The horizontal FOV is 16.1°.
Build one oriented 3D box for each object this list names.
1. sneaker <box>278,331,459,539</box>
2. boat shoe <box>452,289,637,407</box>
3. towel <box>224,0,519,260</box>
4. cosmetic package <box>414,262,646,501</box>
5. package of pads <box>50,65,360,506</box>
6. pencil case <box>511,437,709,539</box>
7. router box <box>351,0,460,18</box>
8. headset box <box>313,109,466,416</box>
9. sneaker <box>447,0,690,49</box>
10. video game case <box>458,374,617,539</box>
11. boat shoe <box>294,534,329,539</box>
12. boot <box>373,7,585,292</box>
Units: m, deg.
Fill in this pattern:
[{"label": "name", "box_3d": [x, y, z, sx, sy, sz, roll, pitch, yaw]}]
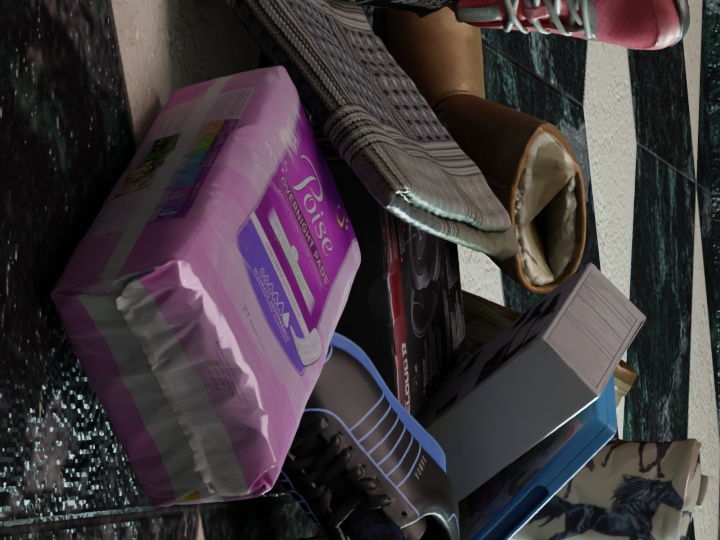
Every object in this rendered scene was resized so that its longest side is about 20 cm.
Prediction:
[{"label": "sneaker", "box_3d": [-0.007, 0.096, 1.293, 0.200, 0.070, 0.078, 40, 27, -44]}, {"label": "boat shoe", "box_3d": [0.087, 0.059, 1.610, 0.074, 0.200, 0.067, 29, 85, -35]}, {"label": "towel", "box_3d": [0.002, -0.096, 1.298, 0.193, 0.035, 0.200, 54, 12, 18]}, {"label": "cosmetic package", "box_3d": [0.070, 0.080, 1.452, 0.051, 0.200, 0.083, 45, 40, -4]}, {"label": "package of pads", "box_3d": [-0.064, 0.005, 1.150, 0.200, 0.075, 0.121, -68, 141, -58]}, {"label": "pencil case", "box_3d": [0.121, 0.136, 1.619, 0.089, 0.199, 0.078, -56, 149, -73]}, {"label": "router box", "box_3d": [0.006, -0.243, 1.396, 0.150, 0.062, 0.201, -16, 84, -76]}, {"label": "headset box", "box_3d": [0.000, 0.000, 1.419, 0.200, 0.077, 0.150, -42, 128, -70]}, {"label": "sneaker", "box_3d": [0.099, -0.161, 1.490, 0.087, 0.200, 0.074, -42, 140, -31]}, {"label": "video game case", "box_3d": [0.075, 0.125, 1.490, 0.018, 0.200, 0.143, 39, 20, -12]}, {"label": "boat shoe", "box_3d": [-0.013, 0.174, 1.354, 0.200, 0.072, 0.068, 11, 79, -72]}, {"label": "boot", "box_3d": [0.075, -0.096, 1.535, 0.200, 0.066, 0.176, -141, -139, -66]}]
